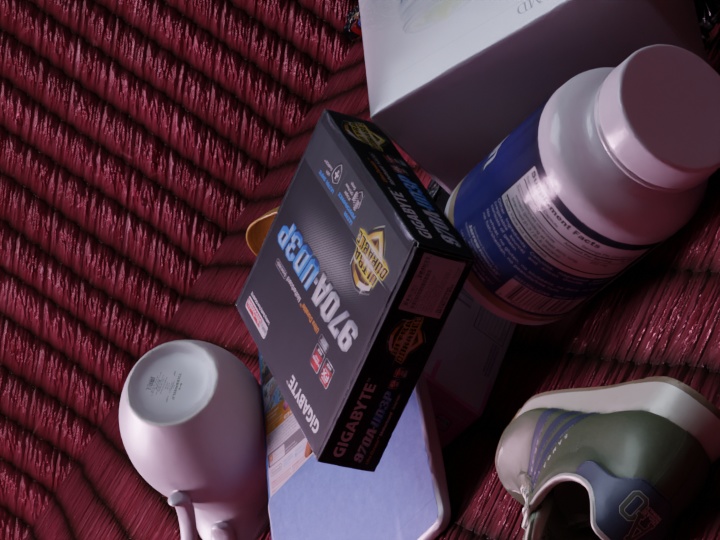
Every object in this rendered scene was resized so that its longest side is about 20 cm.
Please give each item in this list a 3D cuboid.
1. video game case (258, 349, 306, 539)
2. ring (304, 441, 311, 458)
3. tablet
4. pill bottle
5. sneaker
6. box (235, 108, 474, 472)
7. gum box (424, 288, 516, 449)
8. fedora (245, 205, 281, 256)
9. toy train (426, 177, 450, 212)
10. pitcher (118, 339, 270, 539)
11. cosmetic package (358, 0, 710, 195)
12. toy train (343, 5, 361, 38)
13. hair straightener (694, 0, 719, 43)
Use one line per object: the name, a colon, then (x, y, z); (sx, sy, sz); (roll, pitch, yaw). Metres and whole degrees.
video game case: (-0.041, 0.100, 1.782); (0.143, 0.018, 0.201); (136, 134, -56)
ring: (-0.004, 0.038, 1.627); (0.200, 0.019, 0.201); (22, -90, -86)
tablet: (-0.003, 0.159, 1.526); (0.200, 0.014, 0.131); (-47, 41, 41)
pill bottle: (0.140, -0.053, 1.383); (0.200, 0.111, 0.111); (-43, 15, 54)
sneaker: (0.102, 0.110, 1.121); (0.090, 0.067, 0.200); (-53, 10, -22)
box: (-0.008, 0.009, 1.483); (0.159, 0.046, 0.200); (-65, 28, 21)
gum box: (0.055, 0.045, 1.621); (0.114, 0.066, 0.200); (-45, 13, 43)
fedora: (0.000, 0.000, 1.870); (0.201, 0.200, 0.082); (139, 132, -59)
toy train: (0.047, -0.028, 1.611); (0.046, 0.034, 0.200); (-49, 11, 41)
pitcher: (-0.129, 0.165, 1.886); (0.200, 0.121, 0.172); (67, -151, -53)
cosmetic package: (0.110, -0.186, 1.555); (0.199, 0.123, 0.201); (-29, 45, 24)
toy train: (0.002, -0.393, 3.613); (0.046, 0.034, 0.200); (-65, 8, -6)
hair straightener: (0.237, -0.190, 1.591); (0.077, 0.041, 0.200); (-55, 9, 5)
